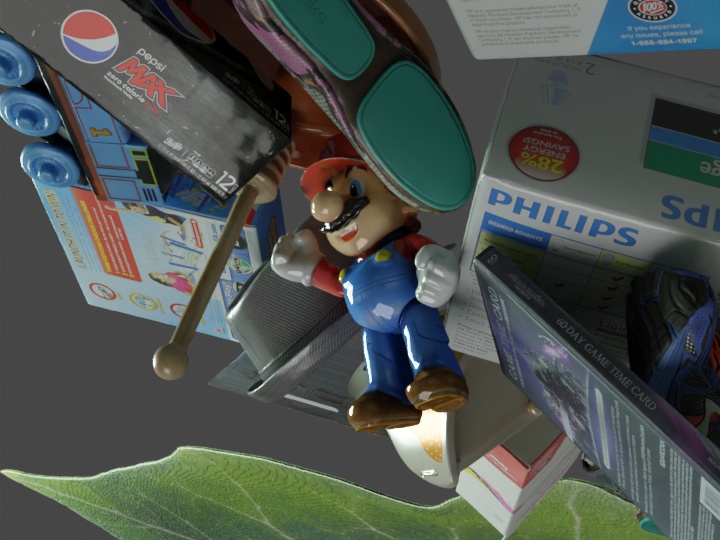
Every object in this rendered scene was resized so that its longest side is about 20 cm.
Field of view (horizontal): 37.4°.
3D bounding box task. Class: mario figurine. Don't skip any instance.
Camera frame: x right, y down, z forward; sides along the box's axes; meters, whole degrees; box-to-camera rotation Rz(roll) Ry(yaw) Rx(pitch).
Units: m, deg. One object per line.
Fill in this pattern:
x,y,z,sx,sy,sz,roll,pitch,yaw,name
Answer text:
0.000,0.000,0.693,0.123,0.201,0.106,-15,159,3,mario figurine

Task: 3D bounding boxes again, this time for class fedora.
-0.030,0.011,0.828,0.090,0.200,0.177,50,159,-1,fedora

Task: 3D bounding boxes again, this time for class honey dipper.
-0.092,-0.013,0.711,0.038,0.201,0.038,14,149,9,honey dipper

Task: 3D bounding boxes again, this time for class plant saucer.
-0.042,-0.142,0.710,0.199,0.032,0.201,13,147,9,plant saucer

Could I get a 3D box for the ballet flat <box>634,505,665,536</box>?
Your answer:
0.368,0.241,1.038,0.199,0.066,0.071,18,150,-3,ballet flat

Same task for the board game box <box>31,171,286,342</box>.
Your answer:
-0.163,-0.022,0.934,0.195,0.056,0.200,14,148,10,board game box

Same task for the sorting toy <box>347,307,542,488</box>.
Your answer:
0.078,0.073,0.868,0.180,0.199,0.107,-6,110,58,sorting toy

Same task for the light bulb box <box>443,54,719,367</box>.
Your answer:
0.169,-0.020,0.691,0.197,0.125,0.200,16,147,6,light bulb box

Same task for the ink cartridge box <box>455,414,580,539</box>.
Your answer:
0.151,0.164,0.976,0.067,0.116,0.200,39,154,22,ink cartridge box

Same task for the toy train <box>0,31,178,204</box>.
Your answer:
-0.197,-0.132,0.765,0.113,0.087,0.200,4,144,8,toy train

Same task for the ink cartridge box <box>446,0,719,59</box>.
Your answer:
0.092,-0.198,0.487,0.146,0.086,0.200,5,145,35,ink cartridge box

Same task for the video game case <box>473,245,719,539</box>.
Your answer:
0.144,0.086,0.616,0.200,0.019,0.143,47,168,34,video game case

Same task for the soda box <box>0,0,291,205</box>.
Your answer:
-0.135,-0.135,0.661,0.071,0.063,0.200,-39,120,22,soda box

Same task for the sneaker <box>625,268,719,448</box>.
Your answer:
0.199,0.061,0.628,0.078,0.076,0.200,-6,147,12,sneaker

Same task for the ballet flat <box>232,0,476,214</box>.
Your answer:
-0.005,-0.116,0.646,0.200,0.069,0.071,46,168,-24,ballet flat

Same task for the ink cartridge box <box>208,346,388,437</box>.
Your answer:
-0.039,0.114,0.968,0.162,0.200,0.057,15,108,8,ink cartridge box

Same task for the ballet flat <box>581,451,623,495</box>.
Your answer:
0.243,0.146,0.964,0.074,0.075,0.200,16,145,6,ballet flat
